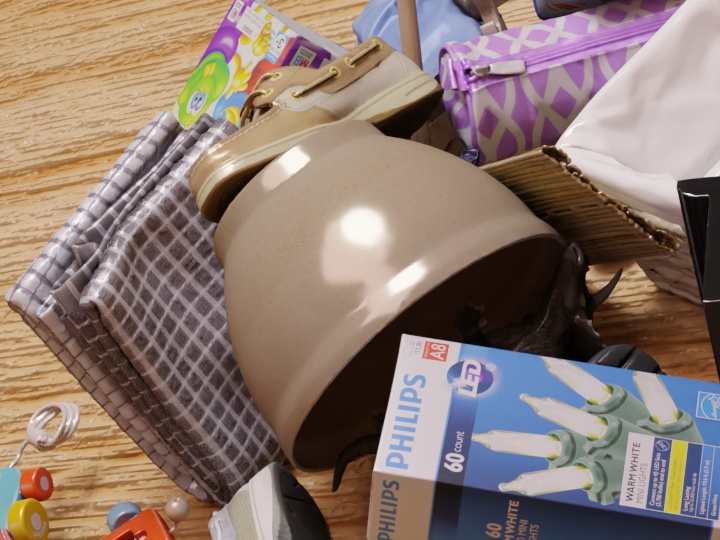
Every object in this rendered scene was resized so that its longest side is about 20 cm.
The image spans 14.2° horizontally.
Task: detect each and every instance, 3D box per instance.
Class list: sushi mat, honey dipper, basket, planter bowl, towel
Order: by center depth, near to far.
[{"bbox_3d":[0.234,-0.079,1.646,0.200,0.123,0.135,-46,35,-14],"label":"basket"},{"bbox_3d":[0.000,0.000,1.655,0.200,0.200,0.135,-39,72,-4],"label":"planter bowl"},{"bbox_3d":[0.112,-0.034,1.661,0.012,0.096,0.200,-53,10,-11],"label":"sushi mat"},{"bbox_3d":[-0.091,0.023,1.745,0.166,0.200,0.086,-51,31,-21],"label":"towel"},{"bbox_3d":[0.034,-0.106,1.801,0.038,0.200,0.038,-6,18,2],"label":"honey dipper"}]

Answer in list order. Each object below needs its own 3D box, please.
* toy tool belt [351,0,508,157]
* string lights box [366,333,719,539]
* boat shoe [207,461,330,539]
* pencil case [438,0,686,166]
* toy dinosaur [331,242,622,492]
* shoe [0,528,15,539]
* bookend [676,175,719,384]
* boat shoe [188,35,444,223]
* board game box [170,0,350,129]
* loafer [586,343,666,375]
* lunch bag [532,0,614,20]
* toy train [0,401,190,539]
[{"bbox_3d":[0.061,-0.137,1.877,0.125,0.123,0.200,-40,33,-6],"label":"toy tool belt"},{"bbox_3d":[0.110,0.103,1.505,0.199,0.059,0.103,9,45,4],"label":"string lights box"},{"bbox_3d":[-0.055,0.186,1.635,0.065,0.074,0.202,-34,29,15],"label":"boat shoe"},{"bbox_3d":[0.142,-0.128,1.775,0.200,0.086,0.084,-17,59,-7],"label":"pencil case"},{"bbox_3d":[0.071,0.075,1.632,0.200,0.102,0.077,-50,55,14],"label":"toy dinosaur"},{"bbox_3d":[-0.152,0.208,1.659,0.091,0.072,0.200,-33,57,-3],"label":"shoe"},{"bbox_3d":[0.260,0.042,1.454,0.198,0.092,0.200,-5,41,14],"label":"bookend"},{"bbox_3d":[-0.037,-0.086,1.711,0.200,0.066,0.074,-26,-21,-46],"label":"boat shoe"},{"bbox_3d":[-0.071,-0.059,1.854,0.200,0.103,0.105,-60,31,7],"label":"board game box"},{"bbox_3d":[0.092,0.122,1.584,0.201,0.070,0.068,-42,77,-16],"label":"loafer"},{"bbox_3d":[0.204,-0.243,1.817,0.199,0.124,0.170,-11,-3,-3],"label":"lunch bag"},{"bbox_3d":[-0.180,0.170,1.786,0.150,0.056,0.200,-38,36,-5],"label":"toy train"}]
